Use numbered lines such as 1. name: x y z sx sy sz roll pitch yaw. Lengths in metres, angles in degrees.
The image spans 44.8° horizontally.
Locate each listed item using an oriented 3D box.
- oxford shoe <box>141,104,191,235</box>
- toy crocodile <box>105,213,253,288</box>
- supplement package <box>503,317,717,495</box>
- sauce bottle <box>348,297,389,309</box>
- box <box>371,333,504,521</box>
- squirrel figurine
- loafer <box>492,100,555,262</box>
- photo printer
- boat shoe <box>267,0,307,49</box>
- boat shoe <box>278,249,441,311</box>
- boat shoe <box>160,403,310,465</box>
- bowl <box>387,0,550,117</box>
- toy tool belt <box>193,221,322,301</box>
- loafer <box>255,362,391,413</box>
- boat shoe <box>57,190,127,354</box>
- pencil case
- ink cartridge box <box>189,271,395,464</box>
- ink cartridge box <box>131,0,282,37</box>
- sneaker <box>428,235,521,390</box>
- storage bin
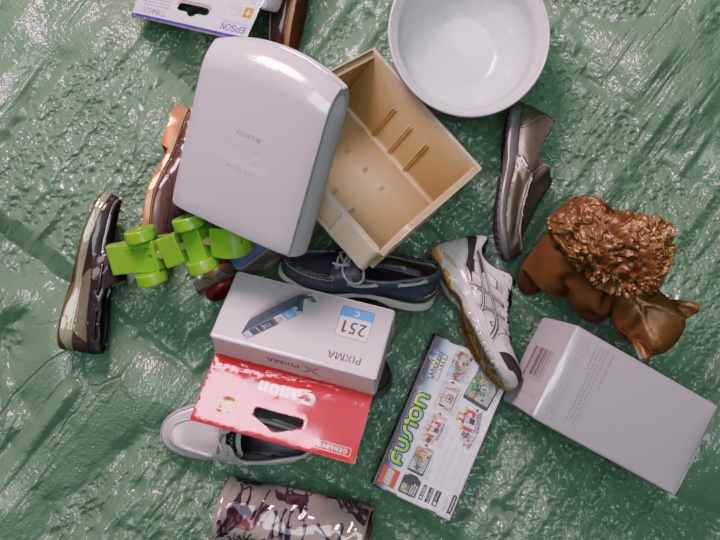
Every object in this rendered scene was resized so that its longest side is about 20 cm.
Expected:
1. oxford shoe: -0.223 -0.102 1.089 0.072 0.071 0.203 14 86 -4
2. toy crocodile: -0.214 -0.027 1.012 0.197 0.062 0.069 -11 104 28
3. supplement package: 0.291 0.157 1.036 0.198 0.117 0.119 29 87 -7
4. sauce bottle: -0.062 0.057 1.080 0.196 0.065 0.066 -5 86 -2
5. box: 0.101 0.192 1.088 0.109 0.035 0.203 24 87 1
6. squirrel figurine: 0.294 0.011 1.008 0.141 0.201 0.187 -35 66 -9
7. loafer: 0.206 -0.110 1.087 0.068 0.075 0.204 7 86 5
8. photo printer: -0.105 -0.137 0.926 0.164 0.069 0.203 24 112 13
9. boat shoe: -0.096 -0.369 1.107 0.069 0.070 0.204 9 80 5
10. boat shoe: 0.000 0.000 1.056 0.197 0.062 0.075 13 43 1
11. boat shoe: -0.150 0.205 1.070 0.196 0.066 0.073 9 87 0
12. bowl: 0.131 -0.282 1.090 0.197 0.090 0.205 0 86 1
13. toy tool belt: -0.137 -0.067 1.069 0.199 0.124 0.124 -36 74 21
14. loafer: -0.060 0.120 1.057 0.196 0.070 0.076 -7 51 -7
15. boat shoe: -0.320 0.005 1.085 0.064 0.073 0.203 15 96 -4
16. pencil case: -0.083 0.310 1.058 0.196 0.078 0.091 13 67 0
17. ink cartridge box: -0.075 0.105 0.988 0.197 0.045 0.178 13 57 8
18. ink cartridge box: -0.171 -0.384 1.082 0.197 0.041 0.203 20 86 28
19. sneaker: 0.159 0.043 1.060 0.086 0.076 0.202 -20 70 -10
20. storage bin: 0.009 -0.132 1.027 0.200 0.198 0.094 48 132 2
